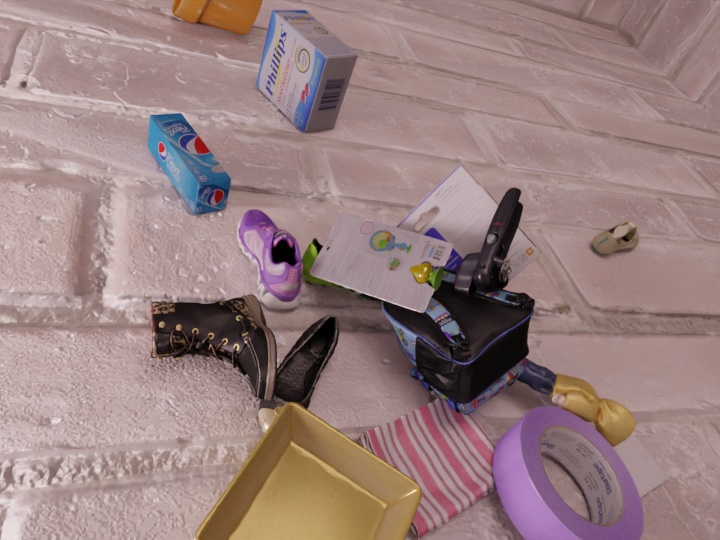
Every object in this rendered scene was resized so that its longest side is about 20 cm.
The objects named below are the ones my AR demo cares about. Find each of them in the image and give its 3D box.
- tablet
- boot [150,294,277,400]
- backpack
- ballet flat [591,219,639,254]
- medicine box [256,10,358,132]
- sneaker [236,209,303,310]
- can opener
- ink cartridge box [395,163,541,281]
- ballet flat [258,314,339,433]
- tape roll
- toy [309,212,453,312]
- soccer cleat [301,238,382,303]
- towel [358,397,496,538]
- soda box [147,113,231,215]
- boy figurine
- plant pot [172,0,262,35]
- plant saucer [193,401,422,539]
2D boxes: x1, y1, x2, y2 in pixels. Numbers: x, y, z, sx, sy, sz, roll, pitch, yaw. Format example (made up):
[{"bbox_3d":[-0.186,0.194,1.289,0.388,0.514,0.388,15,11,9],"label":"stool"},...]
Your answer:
[{"bbox_3d":[0.386,0.262,0.921,0.128,0.014,0.201,-9,50,-33],"label":"tablet"},{"bbox_3d":[-0.191,0.096,0.744,0.148,0.074,0.201,1,31,-23],"label":"boot"},{"bbox_3d":[0.133,0.088,0.864,0.181,0.137,0.199,-29,40,-31],"label":"backpack"},{"bbox_3d":[0.622,-0.084,1.371,0.198,0.070,0.070,-19,56,-40],"label":"ballet flat"},{"bbox_3d":[-0.125,-0.445,1.288,0.102,0.184,0.200,-21,57,-41],"label":"medicine box"},{"bbox_3d":[-0.138,-0.038,0.920,0.079,0.089,0.202,-5,47,-29],"label":"sneaker"},{"bbox_3d":[0.200,-0.048,0.843,0.077,0.064,0.202,15,58,25],"label":"can opener"},{"bbox_3d":[0.156,-0.036,0.943,0.200,0.198,0.043,45,13,-10],"label":"ink cartridge box"},{"bbox_3d":[-0.083,0.136,0.782,0.066,0.057,0.201,26,44,1],"label":"ballet flat"},{"bbox_3d":[0.278,0.288,0.779,0.197,0.066,0.202,20,38,-16],"label":"tape roll"},{"bbox_3d":[0.033,-0.008,0.873,0.197,0.047,0.117,16,68,29],"label":"toy"},{"bbox_3d":[0.000,0.000,0.953,0.196,0.082,0.068,12,41,-15],"label":"soccer cleat"},{"bbox_3d":[0.107,0.250,0.780,0.197,0.030,0.147,-13,54,-37],"label":"towel"},{"bbox_3d":[-0.303,-0.190,1.014,0.063,0.068,0.201,-17,55,-38],"label":"soda box"},{"bbox_3d":[0.322,0.196,0.895,0.198,0.065,0.124,30,11,12],"label":"boy figurine"},{"bbox_3d":[-0.352,-0.698,1.458,0.181,0.201,0.202,19,37,-32],"label":"plant pot"},{"bbox_3d":[-0.053,0.279,0.646,0.198,0.049,0.201,32,44,6],"label":"plant saucer"}]
